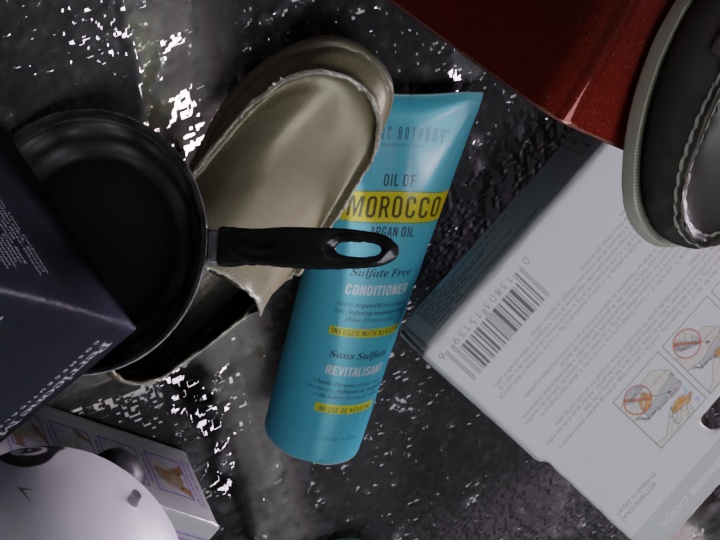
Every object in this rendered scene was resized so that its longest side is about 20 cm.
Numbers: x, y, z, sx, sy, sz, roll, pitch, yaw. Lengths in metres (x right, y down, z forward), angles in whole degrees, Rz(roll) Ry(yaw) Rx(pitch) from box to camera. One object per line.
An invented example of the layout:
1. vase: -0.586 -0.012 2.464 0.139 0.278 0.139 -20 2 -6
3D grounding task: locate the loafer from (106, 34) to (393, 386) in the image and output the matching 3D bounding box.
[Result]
1. loafer: -0.054 -0.018 0.980 0.075 0.068 0.200 32 110 -24

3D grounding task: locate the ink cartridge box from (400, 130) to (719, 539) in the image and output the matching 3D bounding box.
1. ink cartridge box: 0.147 0.015 1.083 0.173 0.044 0.200 42 90 -22

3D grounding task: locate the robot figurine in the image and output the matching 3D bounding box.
1. robot figurine: -0.157 0.156 0.945 0.124 0.152 0.200 7 148 -30

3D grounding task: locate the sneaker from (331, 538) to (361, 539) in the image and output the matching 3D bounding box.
1. sneaker: -0.069 0.238 1.206 0.198 0.078 0.141 -12 133 -20

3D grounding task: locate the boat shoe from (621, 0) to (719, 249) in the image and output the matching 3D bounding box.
1. boat shoe: 0.163 -0.096 0.794 0.071 0.060 0.203 26 90 -40

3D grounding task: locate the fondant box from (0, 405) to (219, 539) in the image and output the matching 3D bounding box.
1. fondant box: -0.189 0.134 1.058 0.199 0.058 0.145 23 114 -43

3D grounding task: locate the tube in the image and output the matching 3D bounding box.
1. tube: 0.000 0.000 1.061 0.077 0.050 0.201 -5 124 -34

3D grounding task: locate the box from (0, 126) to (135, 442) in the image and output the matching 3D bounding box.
1. box: -0.222 0.030 0.848 0.196 0.118 0.200 -39 166 7

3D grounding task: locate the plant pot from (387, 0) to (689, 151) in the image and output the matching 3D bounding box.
1. plant pot: 0.133 -0.151 0.903 0.199 0.200 0.177 19 106 -40

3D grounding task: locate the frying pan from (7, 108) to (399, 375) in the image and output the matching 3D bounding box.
1. frying pan: -0.085 -0.025 0.933 0.188 0.116 0.031 -21 171 9
